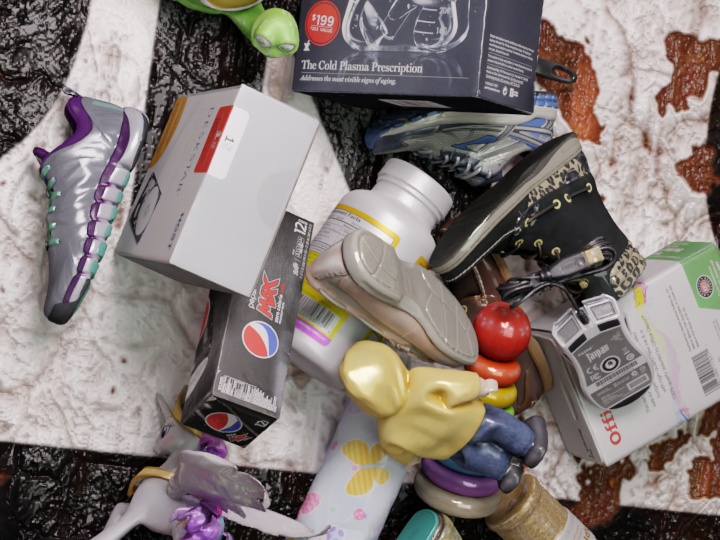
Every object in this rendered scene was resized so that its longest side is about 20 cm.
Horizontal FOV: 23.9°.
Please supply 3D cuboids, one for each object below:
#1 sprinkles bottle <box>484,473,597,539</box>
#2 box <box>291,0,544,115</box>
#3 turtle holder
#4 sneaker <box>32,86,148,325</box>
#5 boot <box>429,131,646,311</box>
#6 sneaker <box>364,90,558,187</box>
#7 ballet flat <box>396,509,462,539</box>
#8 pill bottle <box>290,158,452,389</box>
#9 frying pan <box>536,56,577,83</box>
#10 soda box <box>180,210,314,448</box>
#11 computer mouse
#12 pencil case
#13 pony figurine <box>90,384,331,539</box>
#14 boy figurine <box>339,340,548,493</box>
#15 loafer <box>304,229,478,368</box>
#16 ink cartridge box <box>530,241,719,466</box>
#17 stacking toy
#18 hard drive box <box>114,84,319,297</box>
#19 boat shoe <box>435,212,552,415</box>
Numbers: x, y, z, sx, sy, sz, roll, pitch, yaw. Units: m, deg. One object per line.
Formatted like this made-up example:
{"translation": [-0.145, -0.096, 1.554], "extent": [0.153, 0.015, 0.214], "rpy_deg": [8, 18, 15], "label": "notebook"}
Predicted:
{"translation": [0.209, 0.286, 1.657], "extent": [0.200, 0.068, 0.068], "rpy_deg": [44, 77, -17], "label": "sprinkles bottle"}
{"translation": [0.053, -0.237, 1.488], "extent": [0.104, 0.199, 0.184], "rpy_deg": [7, 88, -55], "label": "box"}
{"translation": [-0.118, -0.281, 1.463], "extent": [0.140, 0.132, 0.187], "rpy_deg": [4, 91, -22], "label": "turtle holder"}
{"translation": [-0.253, -0.056, 1.463], "extent": [0.087, 0.074, 0.202], "rpy_deg": [21, 74, -11], "label": "sneaker"}
{"translation": [0.168, -0.014, 1.549], "extent": [0.203, 0.073, 0.154], "rpy_deg": [-42, 104, -31], "label": "boot"}
{"translation": [0.100, -0.117, 1.591], "extent": [0.198, 0.077, 0.086], "rpy_deg": [-9, 100, -21], "label": "sneaker"}
{"translation": [0.025, 0.311, 1.562], "extent": [0.071, 0.071, 0.200], "rpy_deg": [46, 76, -17], "label": "ballet flat"}
{"translation": [0.000, 0.000, 1.540], "extent": [0.104, 0.104, 0.201], "rpy_deg": [39, 79, -19], "label": "pill bottle"}
{"translation": [0.114, -0.225, 1.613], "extent": [0.188, 0.031, 0.116], "rpy_deg": [-10, 96, -24], "label": "frying pan"}
{"translation": [-0.094, 0.043, 1.440], "extent": [0.063, 0.071, 0.201], "rpy_deg": [24, 53, -19], "label": "soda box"}
{"translation": [0.206, 0.053, 1.544], "extent": [0.109, 0.044, 0.201], "rpy_deg": [-30, 130, 4], "label": "computer mouse"}
{"translation": [0.003, 0.181, 1.561], "extent": [0.083, 0.091, 0.201], "rpy_deg": [24, 82, 1], "label": "pencil case"}
{"translation": [-0.147, 0.212, 1.460], "extent": [0.201, 0.192, 0.167], "rpy_deg": [-58, 149, -14], "label": "pony figurine"}
{"translation": [0.062, 0.128, 1.487], "extent": [0.199, 0.065, 0.125], "rpy_deg": [26, 125, -16], "label": "boy figurine"}
{"translation": [0.029, 0.030, 1.473], "extent": [0.200, 0.063, 0.072], "rpy_deg": [40, 38, -43], "label": "loafer"}
{"translation": [0.274, 0.079, 1.663], "extent": [0.199, 0.084, 0.146], "rpy_deg": [-27, 102, -18], "label": "ink cartridge box"}
{"translation": [0.109, 0.123, 1.570], "extent": [0.085, 0.085, 0.202], "rpy_deg": [5, 109, -22], "label": "stacking toy"}
{"translation": [-0.125, -0.068, 1.435], "extent": [0.076, 0.200, 0.157], "rpy_deg": [24, 83, -21], "label": "hard drive box"}
{"translation": [0.117, 0.047, 1.606], "extent": [0.070, 0.070, 0.201], "rpy_deg": [-31, 103, -22], "label": "boat shoe"}
